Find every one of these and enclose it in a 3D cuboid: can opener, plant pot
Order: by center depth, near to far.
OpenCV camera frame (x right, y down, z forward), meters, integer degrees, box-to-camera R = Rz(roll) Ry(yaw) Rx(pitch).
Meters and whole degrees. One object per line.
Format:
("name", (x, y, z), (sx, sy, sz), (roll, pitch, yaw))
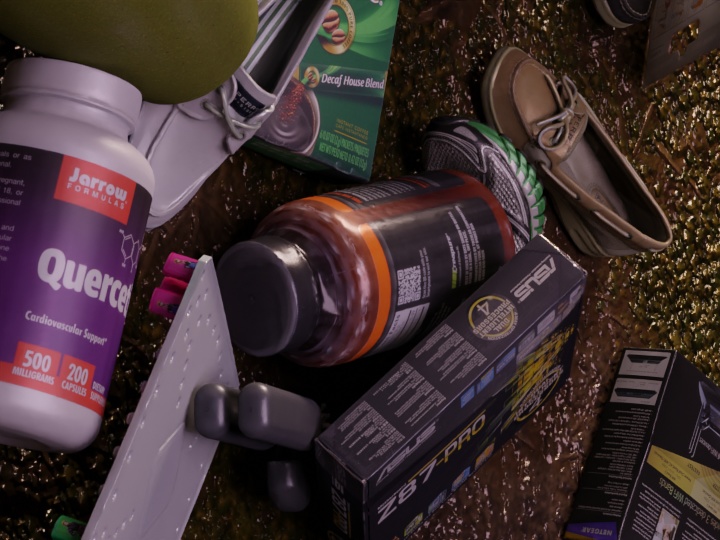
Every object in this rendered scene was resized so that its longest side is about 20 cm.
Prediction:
("plant pot", (-0.138, -0.181, 1.335), (0.200, 0.186, 0.188), (52, 53, -54))
("can opener", (-0.048, 0.103, 1.458), (0.200, 0.052, 0.067), (43, 46, -71))

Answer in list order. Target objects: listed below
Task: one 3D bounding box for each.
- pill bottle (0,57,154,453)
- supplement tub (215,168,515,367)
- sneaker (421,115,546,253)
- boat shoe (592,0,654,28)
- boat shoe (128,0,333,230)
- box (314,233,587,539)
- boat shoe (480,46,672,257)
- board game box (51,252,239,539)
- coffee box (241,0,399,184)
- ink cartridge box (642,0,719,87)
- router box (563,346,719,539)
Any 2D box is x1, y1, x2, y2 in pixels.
("pill bottle", (-0.177, -0.008, 1.321), (0.112, 0.112, 0.201), (24, 73, -46))
("supplement tub", (0.000, 0.000, 1.526), (0.200, 0.107, 0.107), (-14, 101, -47))
("sneaker", (0.081, -0.010, 1.638), (0.085, 0.078, 0.201), (-35, 117, -41))
("boat shoe", (0.213, -0.279, 1.790), (0.072, 0.066, 0.202), (17, 78, -47))
("boat shoe", (-0.082, -0.110, 1.427), (0.073, 0.067, 0.201), (31, 85, -44))
("box", (0.056, 0.086, 1.537), (0.200, 0.049, 0.161), (-42, 158, -19))
("boat shoe", (0.154, -0.083, 1.730), (0.201, 0.063, 0.073), (55, 53, -34))
("board game box", (-0.122, 0.114, 1.374), (0.200, 0.026, 0.201), (85, 25, -65))
("coffee box", (-0.030, -0.167, 1.535), (0.123, 0.044, 0.201), (21, 75, -46))
("ink cartridge box", (0.265, -0.241, 1.787), (0.050, 0.161, 0.201), (8, 81, -12))
("router box", (0.247, 0.171, 1.848), (0.200, 0.052, 0.158), (39, 63, -42))
